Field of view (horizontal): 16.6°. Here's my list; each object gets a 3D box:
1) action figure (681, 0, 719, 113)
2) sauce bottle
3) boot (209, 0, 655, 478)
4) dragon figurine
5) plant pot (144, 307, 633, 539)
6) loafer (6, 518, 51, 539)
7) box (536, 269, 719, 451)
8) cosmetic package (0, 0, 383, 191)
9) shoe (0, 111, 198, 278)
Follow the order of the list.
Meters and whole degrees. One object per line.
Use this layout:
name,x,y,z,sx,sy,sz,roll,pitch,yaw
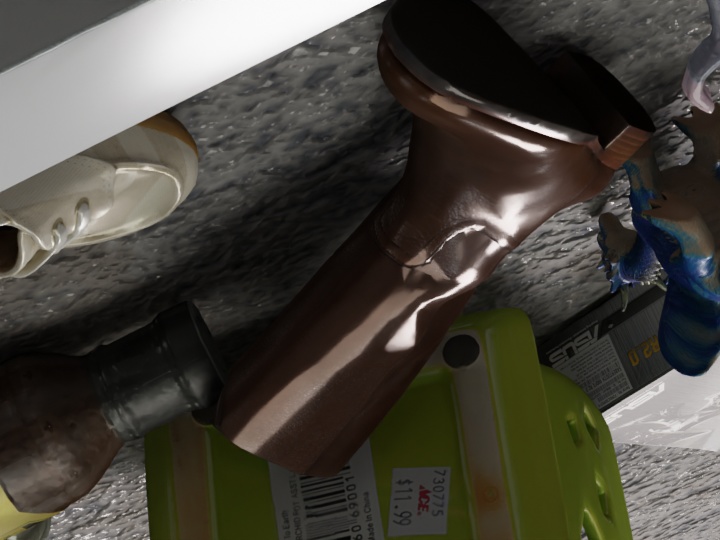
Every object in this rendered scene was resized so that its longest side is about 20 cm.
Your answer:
action figure,0.125,-0.120,0.670,0.134,0.200,0.149,-34,115,5
sauce bottle,-0.145,0.074,0.948,0.199,0.065,0.065,-25,158,3
boot,0.000,0.000,0.871,0.200,0.064,0.186,-44,154,17
dragon figurine,0.141,0.002,0.965,0.059,0.200,0.100,-22,120,-7
plant pot,0.012,0.135,1.038,0.198,0.201,0.182,-12,151,9
loafer,-0.224,0.131,1.020,0.199,0.070,0.070,-23,-169,-9
box,0.201,0.018,1.176,0.200,0.049,0.158,-35,155,28
cosmetic package,-0.090,-0.094,0.504,0.199,0.152,0.052,-25,158,8
shoe,-0.138,-0.011,0.775,0.199,0.054,0.070,-9,155,-30
